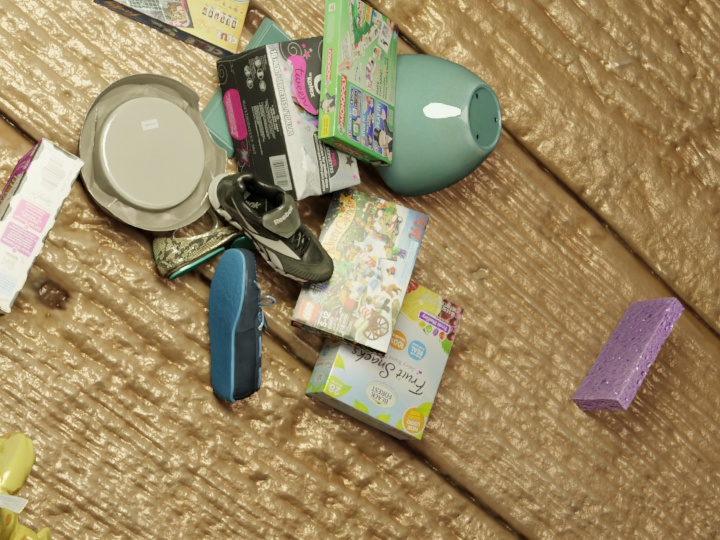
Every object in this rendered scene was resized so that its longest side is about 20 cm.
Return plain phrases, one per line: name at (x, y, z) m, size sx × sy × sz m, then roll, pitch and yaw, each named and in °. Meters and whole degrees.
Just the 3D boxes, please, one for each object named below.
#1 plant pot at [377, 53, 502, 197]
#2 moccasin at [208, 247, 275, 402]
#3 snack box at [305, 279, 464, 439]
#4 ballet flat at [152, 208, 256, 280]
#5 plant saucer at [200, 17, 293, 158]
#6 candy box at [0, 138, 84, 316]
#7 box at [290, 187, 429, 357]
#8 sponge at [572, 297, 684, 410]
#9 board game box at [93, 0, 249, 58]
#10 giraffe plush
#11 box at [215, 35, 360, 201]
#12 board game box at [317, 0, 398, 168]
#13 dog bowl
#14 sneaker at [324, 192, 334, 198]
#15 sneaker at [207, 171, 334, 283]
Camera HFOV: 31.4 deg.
plant pot at (0.119, -0.208, 1.790) m, size 0.199 × 0.133 × 0.204 m, roll 3°, pitch 87°, yaw -53°
moccasin at (-0.158, 0.068, 1.677) m, size 0.068 × 0.080 × 0.203 m, roll -5°, pitch 109°, yaw -42°
snack box at (0.036, 0.112, 1.783) m, size 0.167 × 0.067 × 0.202 m, roll 27°, pitch 73°, yaw -22°
ballet flat at (-0.183, -0.051, 1.685) m, size 0.198 × 0.068 × 0.076 m, roll -19°, pitch 82°, yaw -26°
plant saucer at (-0.150, -0.253, 1.750) m, size 0.070 × 0.019 × 0.201 m, roll 39°, pitch 67°, yaw -21°
candy box at (-0.410, -0.045, 1.512) m, size 0.061 × 0.136 × 0.202 m, roll 29°, pitch 71°, yaw -21°
box at (0.000, 0.000, 1.727) m, size 0.135 × 0.038 × 0.203 m, roll 18°, pitch 74°, yaw -1°
sponge at (0.412, 0.128, 1.967) m, size 0.030 × 0.111 × 0.201 m, roll 43°, pitch 67°, yaw -16°
board game box at (-0.243, -0.383, 1.703) m, size 0.198 × 0.034 × 0.137 m, roll 21°, pitch 74°, yaw -26°
giraffe plush at (-0.423, 0.297, 1.469) m, size 0.172 × 0.199 × 0.164 m, roll -37°, pitch 131°, yaw -30°
box at (-0.093, -0.197, 1.693) m, size 0.114 × 0.131 × 0.203 m, roll -18°, pitch 99°, yaw -37°
board game box at (-0.001, -0.251, 1.681) m, size 0.134 × 0.029 × 0.203 m, roll 20°, pitch 68°, yaw -51°
dog bowl at (-0.273, -0.148, 1.645) m, size 0.197 × 0.058 × 0.204 m, roll 4°, pitch 82°, yaw -29°
sneaker at (-0.029, -0.203, 1.774) m, size 0.073 × 0.088 × 0.203 m, roll 3°, pitch 84°, yaw -30°
sneaker at (-0.104, -0.056, 1.633) m, size 0.200 × 0.090 × 0.067 m, roll 42°, pitch 64°, yaw -15°
